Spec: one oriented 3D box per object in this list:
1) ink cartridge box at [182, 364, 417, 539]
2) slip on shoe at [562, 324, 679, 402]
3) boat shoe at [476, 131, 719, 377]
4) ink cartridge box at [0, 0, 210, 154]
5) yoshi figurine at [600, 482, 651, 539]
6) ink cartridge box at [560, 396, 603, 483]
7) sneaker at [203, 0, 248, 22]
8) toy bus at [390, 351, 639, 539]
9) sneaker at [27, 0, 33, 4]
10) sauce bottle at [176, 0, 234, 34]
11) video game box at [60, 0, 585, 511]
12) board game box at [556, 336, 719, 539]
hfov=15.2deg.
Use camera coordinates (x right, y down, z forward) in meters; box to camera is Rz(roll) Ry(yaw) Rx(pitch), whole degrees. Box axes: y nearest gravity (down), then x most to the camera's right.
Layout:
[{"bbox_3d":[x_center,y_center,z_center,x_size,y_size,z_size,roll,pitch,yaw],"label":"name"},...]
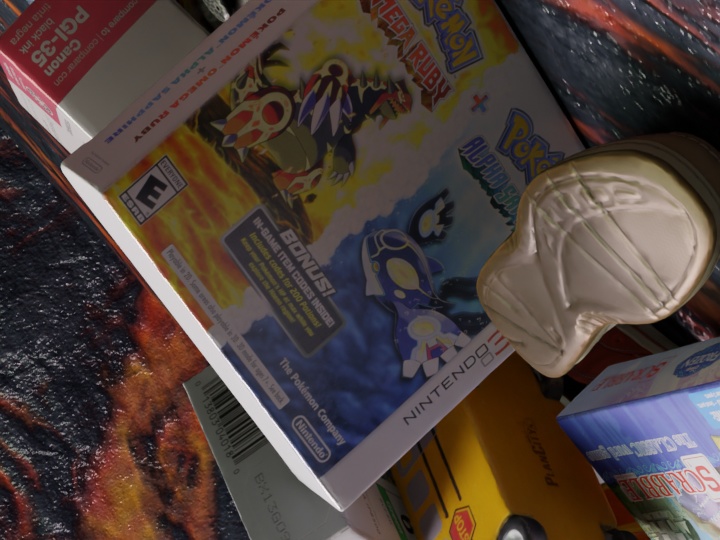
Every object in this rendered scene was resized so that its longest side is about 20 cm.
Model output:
[{"bbox_3d":[-0.001,0.112,1.280,0.200,0.050,0.109,36,-156,-57],"label":"ink cartridge box"},{"bbox_3d":[0.136,0.068,1.273,0.200,0.061,0.074,41,167,40],"label":"slip on shoe"},{"bbox_3d":[0.102,-0.018,1.039,0.074,0.066,0.200,50,159,0],"label":"boat shoe"},{"bbox_3d":[-0.083,-0.059,1.365,0.200,0.083,0.147,44,173,5],"label":"ink cartridge box"},{"bbox_3d":[0.153,0.143,1.391,0.112,0.112,0.200,52,177,39],"label":"yoshi figurine"},{"bbox_3d":[0.061,0.124,1.630,0.084,0.145,0.200,55,170,-31],"label":"ink cartridge box"},{"bbox_3d":[-0.073,-0.182,1.216,0.114,0.076,0.200,44,174,23],"label":"sneaker"},{"bbox_3d":[0.061,0.095,1.240,0.065,0.078,0.201,11,-140,-32],"label":"toy bus"},{"bbox_3d":[-0.175,-0.194,1.660,0.078,0.086,0.200,51,172,-18],"label":"sneaker"},{"bbox_3d":[-0.069,-0.139,1.415,0.065,0.065,0.200,50,170,-6],"label":"sauce bottle"},{"bbox_3d":[0.002,-0.028,1.125,0.047,0.182,0.200,30,160,54],"label":"video game box"},{"bbox_3d":[0.192,0.116,1.123,0.200,0.041,0.200,50,160,-6],"label":"board game box"}]
